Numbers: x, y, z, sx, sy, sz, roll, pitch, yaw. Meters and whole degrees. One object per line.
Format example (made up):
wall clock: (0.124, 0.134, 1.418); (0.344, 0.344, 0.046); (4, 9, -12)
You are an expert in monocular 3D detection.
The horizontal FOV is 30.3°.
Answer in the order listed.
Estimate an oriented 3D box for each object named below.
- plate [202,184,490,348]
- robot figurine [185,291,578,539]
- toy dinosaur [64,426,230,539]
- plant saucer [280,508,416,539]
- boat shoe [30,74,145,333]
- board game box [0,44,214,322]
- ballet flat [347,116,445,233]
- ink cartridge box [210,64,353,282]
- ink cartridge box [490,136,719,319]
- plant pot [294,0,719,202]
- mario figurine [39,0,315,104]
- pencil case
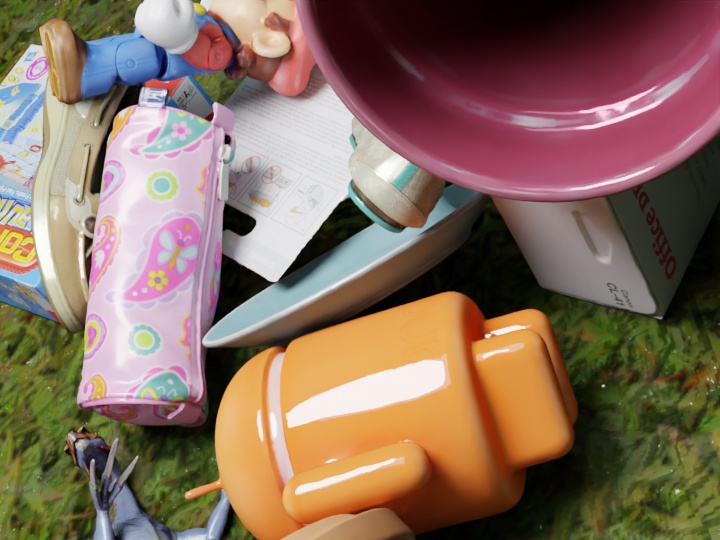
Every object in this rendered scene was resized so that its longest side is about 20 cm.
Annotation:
plate: (0.000, 0.000, 0.766); (0.199, 0.026, 0.200); (-29, 6, 3)
robot figurine: (0.011, 0.082, 0.691); (0.198, 0.117, 0.145); (-17, 47, 15)
toy dinosaur: (-0.134, 0.163, 0.742); (0.181, 0.105, 0.202); (10, 71, 58)
plant saucer: (-0.057, 0.179, 0.601); (0.200, 0.200, 0.032); (-42, 71, -5)
boat shoe: (-0.176, -0.055, 0.885); (0.062, 0.073, 0.203); (-7, 57, 6)
board game box: (-0.232, -0.071, 1.008); (0.199, 0.056, 0.197); (14, 64, 39)
ballet flat: (0.031, -0.070, 0.742); (0.063, 0.067, 0.200); (-51, 10, 13)
ink cartridge box: (-0.035, -0.087, 0.908); (0.162, 0.057, 0.201); (26, 78, 43)
ink cartridge box: (0.151, -0.101, 0.727); (0.085, 0.148, 0.201); (15, 63, 39)
plant pot: (0.086, -0.162, 0.592); (0.198, 0.201, 0.180); (-10, 36, 25)
mario figurine: (-0.111, -0.170, 0.877); (0.198, 0.107, 0.124); (-12, 51, -17)
pencil case: (-0.124, -0.005, 0.827); (0.087, 0.087, 0.202); (-4, 71, 29)
